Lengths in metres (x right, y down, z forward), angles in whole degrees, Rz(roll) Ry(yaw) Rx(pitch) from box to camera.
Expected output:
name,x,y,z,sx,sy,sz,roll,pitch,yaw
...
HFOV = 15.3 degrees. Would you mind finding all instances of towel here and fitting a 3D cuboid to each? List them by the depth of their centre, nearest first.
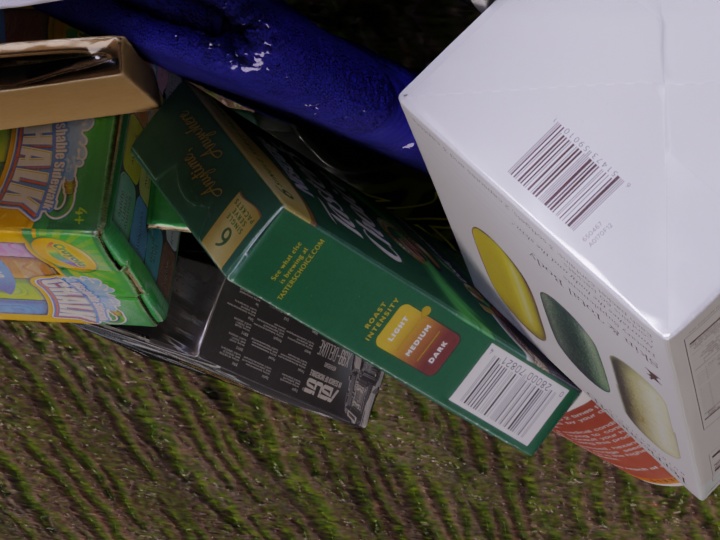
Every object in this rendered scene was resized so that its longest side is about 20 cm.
name,x,y,z,sx,sy,sz,roll,pitch,yaw
towel,-0.040,-0.095,1.135,0.147,0.050,0.200,21,180,32

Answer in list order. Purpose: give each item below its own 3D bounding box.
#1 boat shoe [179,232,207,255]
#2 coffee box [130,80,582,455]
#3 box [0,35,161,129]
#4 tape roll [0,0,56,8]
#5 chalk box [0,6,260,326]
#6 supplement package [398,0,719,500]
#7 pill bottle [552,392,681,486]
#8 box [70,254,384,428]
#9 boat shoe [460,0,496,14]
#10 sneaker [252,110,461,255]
name,x,y,z,sx,sy,sz,roll,pitch,yaw
boat shoe,-0.038,-0.021,1.382,0.199,0.065,0.072,-3,160,27
coffee box,0.000,0.000,1.187,0.200,0.044,0.123,31,-167,-36
box,-0.167,-0.071,1.092,0.162,0.021,0.200,-7,179,0
tape roll,-0.146,-0.139,0.918,0.199,0.067,0.200,-4,-162,1
chalk box,-0.149,-0.052,1.255,0.199,0.125,0.124,1,159,11
supplement package,0.133,-0.033,1.100,0.152,0.151,0.200,43,172,23
pill bottle,0.124,0.034,1.410,0.112,0.113,0.200,-10,154,36
box,-0.095,0.024,1.441,0.157,0.050,0.200,17,175,28
boat shoe,0.022,-0.155,1.007,0.060,0.074,0.200,10,167,18
sneaker,0.039,-0.047,1.280,0.199,0.075,0.085,8,159,-3
